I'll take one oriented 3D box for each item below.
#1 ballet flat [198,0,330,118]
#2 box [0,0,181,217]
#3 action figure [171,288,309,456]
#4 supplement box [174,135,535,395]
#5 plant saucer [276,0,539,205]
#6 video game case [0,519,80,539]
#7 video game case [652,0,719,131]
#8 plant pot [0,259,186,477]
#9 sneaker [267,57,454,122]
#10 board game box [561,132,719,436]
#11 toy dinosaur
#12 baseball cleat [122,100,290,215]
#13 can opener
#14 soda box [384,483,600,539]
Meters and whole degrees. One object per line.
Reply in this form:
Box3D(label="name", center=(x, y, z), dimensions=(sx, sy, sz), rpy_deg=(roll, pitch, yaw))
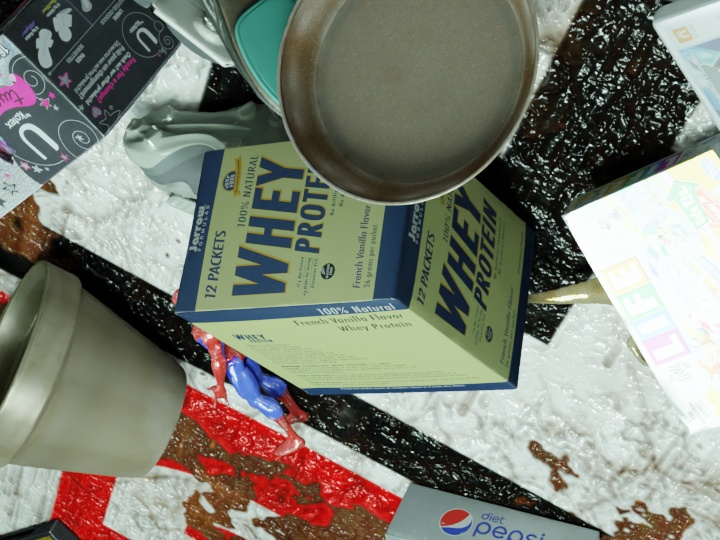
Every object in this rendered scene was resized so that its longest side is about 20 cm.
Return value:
Box3D(label="ballet flat", center=(-0.084, -0.197, 1.297), dimensions=(0.201, 0.068, 0.068), rpy_deg=(60, 165, -5))
Box3D(label="box", center=(-0.260, -0.146, 1.426), dimensions=(0.115, 0.133, 0.199), rpy_deg=(44, 140, -15))
Box3D(label="action figure", center=(-0.117, 0.089, 1.646), dimensions=(0.051, 0.066, 0.201), rpy_deg=(-17, 124, 23))
Box3D(label="supplement box", center=(0.000, 0.000, 1.351), dimensions=(0.198, 0.136, 0.199), rpy_deg=(-5, 156, 32))
Box3D(label="plant saucer", center=(0.035, -0.143, 1.226), dimensions=(0.198, 0.202, 0.032), rpy_deg=(9, 175, 25))
Box3D(label="video game case", center=(-0.357, 0.392, 2.165), dimensions=(0.180, 0.026, 0.200), rpy_deg=(-21, 118, 45))
Box3D(label="video game case", center=(0.318, -0.119, 1.170), dimensions=(0.181, 0.023, 0.200), rpy_deg=(-15, 124, 42))
Box3D(label="plant pot", center=(-0.269, 0.117, 1.695), dimensions=(0.172, 0.202, 0.200), rpy_deg=(26, 145, -20))
Box3D(label="sneaker", center=(0.006, -0.138, 1.304), dimensions=(0.199, 0.082, 0.078), rpy_deg=(-7, 129, 39))
Box3D(label="board game box", center=(0.255, 0.013, 1.292), dimensions=(0.134, 0.034, 0.201), rpy_deg=(-25, 103, 36))
Box3D(label="toy dinosaur", center=(0.223, 0.018, 1.370), dimensions=(0.199, 0.058, 0.102), rpy_deg=(-18, 107, 35))
Box3D(label="baseball cleat", center=(-0.103, -0.089, 1.452), dimensions=(0.199, 0.070, 0.107), rpy_deg=(11, 146, 37))
Box3D(label="can opener", center=(-0.165, -0.221, 1.347), dimensions=(0.200, 0.053, 0.066), rpy_deg=(39, 142, -10))
Box3D(label="soda box", center=(0.128, 0.269, 1.680), dimensions=(0.198, 0.069, 0.064), rpy_deg=(11, 137, 23))
